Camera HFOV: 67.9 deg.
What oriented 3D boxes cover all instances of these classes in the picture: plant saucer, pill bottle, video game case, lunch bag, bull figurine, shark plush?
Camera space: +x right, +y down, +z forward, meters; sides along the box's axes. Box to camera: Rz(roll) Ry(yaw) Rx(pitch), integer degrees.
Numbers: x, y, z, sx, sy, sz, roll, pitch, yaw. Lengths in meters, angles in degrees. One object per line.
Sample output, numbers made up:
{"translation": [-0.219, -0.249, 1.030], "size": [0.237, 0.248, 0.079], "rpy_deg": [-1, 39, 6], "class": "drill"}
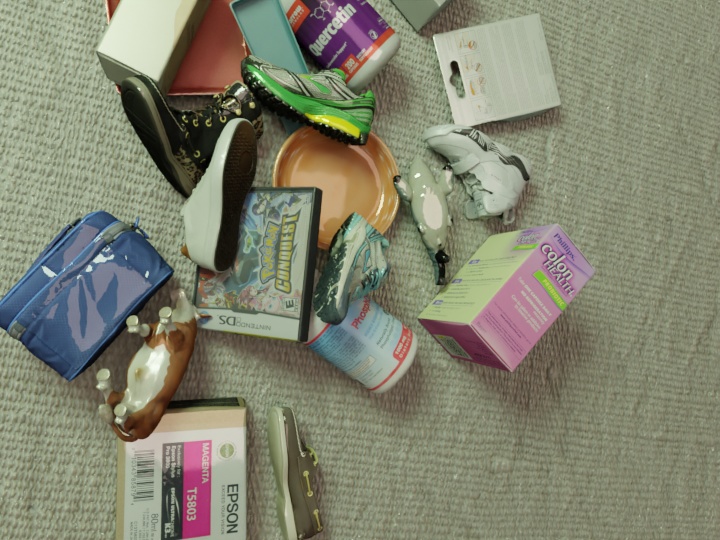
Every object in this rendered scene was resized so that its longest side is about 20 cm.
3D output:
{"translation": [-0.246, -0.341, 0.754], "size": [0.199, 0.037, 0.201], "rpy_deg": [-7, 90, -17], "class": "plant saucer"}
{"translation": [-0.023, 0.080, 0.771], "size": [0.200, 0.109, 0.109], "rpy_deg": [38, 78, -13], "class": "pill bottle"}
{"translation": [-0.144, -0.013, 0.721], "size": [0.180, 0.025, 0.201], "rpy_deg": [4, 86, 25], "class": "video game case"}
{"translation": [-0.335, 0.016, 0.660], "size": [0.132, 0.136, 0.200], "rpy_deg": [41, 77, -12], "class": "lunch bag"}
{"translation": [-0.113, -0.291, 0.765], "size": [0.070, 0.019, 0.201], "rpy_deg": [-33, 121, -15], "class": "plant saucer"}
{"translation": [-0.249, 0.107, 0.653], "size": [0.065, 0.122, 0.201], "rpy_deg": [9, 67, 9], "class": "bull figurine"}
{"translation": [0.118, -0.081, 0.836], "size": [0.091, 0.083, 0.201], "rpy_deg": [-23, 94, -1], "class": "shark plush"}
{"translation": [-0.043, -0.363, 0.778], "size": [0.200, 0.112, 0.113], "rpy_deg": [43, 77, -11], "class": "pill bottle"}
{"translation": [-0.037, -0.127, 0.812], "size": [0.199, 0.037, 0.201], "rpy_deg": [1, 87, -17], "class": "plant saucer"}

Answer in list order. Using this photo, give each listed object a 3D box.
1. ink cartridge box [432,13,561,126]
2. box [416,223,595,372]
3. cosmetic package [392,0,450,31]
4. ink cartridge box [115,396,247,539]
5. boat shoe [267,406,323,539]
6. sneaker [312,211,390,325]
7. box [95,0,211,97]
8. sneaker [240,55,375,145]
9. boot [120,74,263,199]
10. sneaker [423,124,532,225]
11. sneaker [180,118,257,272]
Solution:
{"translation": [0.227, -0.330, 0.904], "size": [0.199, 0.050, 0.163], "rpy_deg": [-16, 93, -9], "class": "ink cartridge box"}
{"translation": [0.213, 0.039, 0.811], "size": [0.097, 0.176, 0.200], "rpy_deg": [46, 75, -10], "class": "box"}
{"translation": [0.074, -0.495, 0.835], "size": [0.200, 0.090, 0.107], "rpy_deg": [44, 74, -8], "class": "cosmetic package"}
{"translation": [-0.235, 0.279, 0.715], "size": [0.164, 0.075, 0.201], "rpy_deg": [0, 87, -16], "class": "ink cartridge box"}
{"translation": [-0.092, 0.287, 0.763], "size": [0.059, 0.072, 0.201], "rpy_deg": [-8, 94, -24], "class": "boat shoe"}
{"translation": [0.000, 0.000, 0.713], "size": [0.086, 0.078, 0.200], "rpy_deg": [30, 41, -12], "class": "sneaker"}
{"translation": [-0.253, -0.329, 0.685], "size": [0.078, 0.095, 0.201], "rpy_deg": [24, 83, -16], "class": "box"}
{"translation": [-0.071, -0.248, 0.748], "size": [0.199, 0.078, 0.086], "rpy_deg": [19, 89, -23], "class": "sneaker"}
{"translation": [-0.207, -0.197, 0.692], "size": [0.073, 0.200, 0.151], "rpy_deg": [38, 69, 23], "class": "boot"}
{"translation": [0.183, -0.152, 0.861], "size": [0.199, 0.075, 0.115], "rpy_deg": [20, 80, -19], "class": "sneaker"}
{"translation": [-0.196, -0.104, 0.700], "size": [0.084, 0.073, 0.201], "rpy_deg": [16, 93, 24], "class": "sneaker"}
